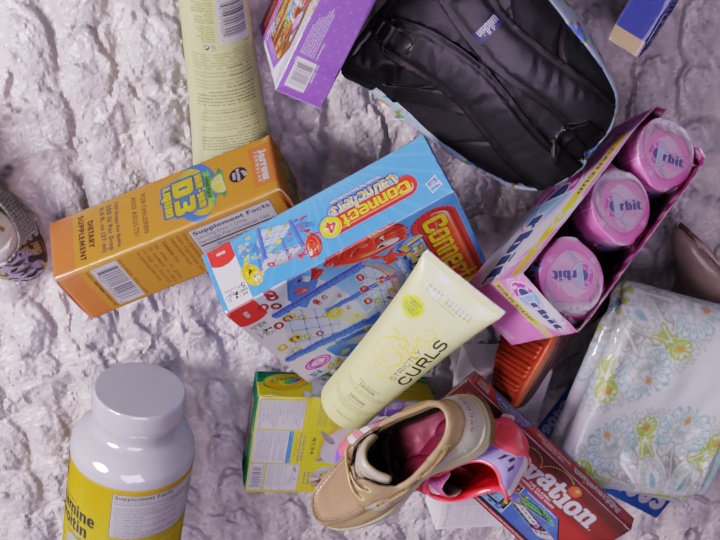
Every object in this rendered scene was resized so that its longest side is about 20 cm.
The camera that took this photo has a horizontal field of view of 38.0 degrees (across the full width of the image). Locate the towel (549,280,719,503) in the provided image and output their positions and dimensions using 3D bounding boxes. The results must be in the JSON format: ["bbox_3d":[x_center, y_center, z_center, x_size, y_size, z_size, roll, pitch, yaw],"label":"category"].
[{"bbox_3d":[0.279,0.118,0.967,0.170,0.048,0.201,12,109,-20],"label":"towel"}]

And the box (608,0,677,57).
[{"bbox_3d":[0.257,-0.259,0.786,0.032,0.121,0.201,34,113,7],"label":"box"}]

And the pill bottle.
[{"bbox_3d":[-0.211,0.188,0.954,0.111,0.112,0.201,5,119,-15],"label":"pill bottle"}]

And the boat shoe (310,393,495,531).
[{"bbox_3d":[0.021,0.161,0.893,0.200,0.074,0.066,-40,147,27],"label":"boat shoe"}]

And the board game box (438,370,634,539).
[{"bbox_3d":[0.144,0.189,0.966,0.200,0.019,0.103,43,127,-2],"label":"board game box"}]

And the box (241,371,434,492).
[{"bbox_3d":[-0.010,0.159,1.020,0.198,0.048,0.118,5,118,-13],"label":"box"}]

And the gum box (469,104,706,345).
[{"bbox_3d":[0.183,-0.038,0.851,0.066,0.113,0.200,43,71,-7],"label":"gum box"}]

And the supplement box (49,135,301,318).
[{"bbox_3d":[-0.146,-0.035,0.844,0.198,0.067,0.069,-21,142,4],"label":"supplement box"}]

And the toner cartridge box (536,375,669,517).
[{"bbox_3d":[0.267,0.179,1.066,0.199,0.043,0.095,30,99,-37],"label":"toner cartridge box"}]

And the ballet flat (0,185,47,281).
[{"bbox_3d":[-0.316,-0.054,0.811,0.072,0.072,0.201,-27,123,4],"label":"ballet flat"}]

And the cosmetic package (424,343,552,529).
[{"bbox_3d":[0.125,0.168,1.051,0.082,0.051,0.201,1,120,-17],"label":"cosmetic package"}]

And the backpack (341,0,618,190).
[{"bbox_3d":[0.108,-0.156,0.811,0.200,0.154,0.163,39,105,-6],"label":"backpack"}]

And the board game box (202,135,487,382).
[{"bbox_3d":[0.000,0.000,0.865,0.195,0.056,0.200,-28,154,6],"label":"board game box"}]

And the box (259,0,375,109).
[{"bbox_3d":[-0.008,-0.230,0.731,0.039,0.137,0.201,20,115,-22],"label":"box"}]

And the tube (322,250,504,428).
[{"bbox_3d":[0.033,0.064,0.866,0.058,0.052,0.200,7,142,-32],"label":"tube"}]

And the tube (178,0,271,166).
[{"bbox_3d":[-0.107,-0.143,0.818,0.058,0.052,0.201,17,133,23],"label":"tube"}]

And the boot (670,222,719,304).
[{"bbox_3d":[0.307,0.060,1.015,0.146,0.070,0.200,-40,122,13],"label":"boot"}]

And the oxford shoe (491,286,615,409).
[{"bbox_3d":[0.189,0.044,0.958,0.072,0.071,0.201,25,96,-30],"label":"oxford shoe"}]

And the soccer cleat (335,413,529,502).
[{"bbox_3d":[0.056,0.174,0.936,0.199,0.077,0.067,-10,123,30],"label":"soccer cleat"}]
